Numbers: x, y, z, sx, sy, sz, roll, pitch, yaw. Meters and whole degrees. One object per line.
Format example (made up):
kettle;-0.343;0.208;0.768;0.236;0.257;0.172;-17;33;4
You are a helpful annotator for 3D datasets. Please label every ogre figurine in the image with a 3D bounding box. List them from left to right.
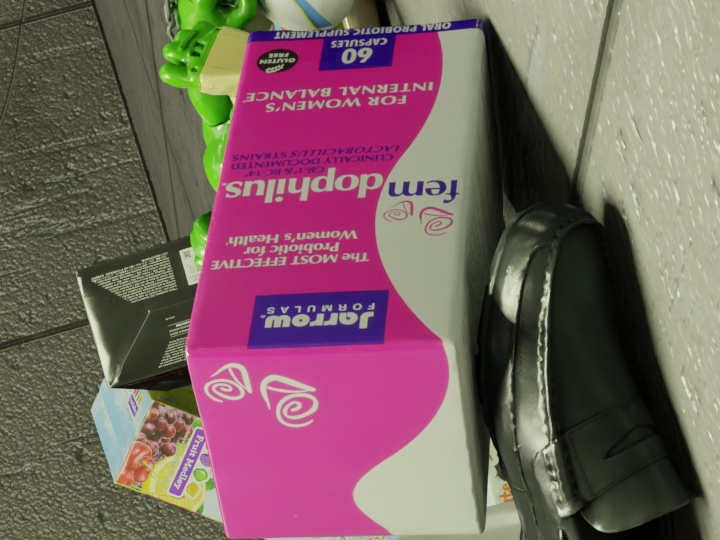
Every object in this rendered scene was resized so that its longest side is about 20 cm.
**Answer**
ogre figurine;-0.033;-0.042;1.102;0.200;0.098;0.120;34;150;24

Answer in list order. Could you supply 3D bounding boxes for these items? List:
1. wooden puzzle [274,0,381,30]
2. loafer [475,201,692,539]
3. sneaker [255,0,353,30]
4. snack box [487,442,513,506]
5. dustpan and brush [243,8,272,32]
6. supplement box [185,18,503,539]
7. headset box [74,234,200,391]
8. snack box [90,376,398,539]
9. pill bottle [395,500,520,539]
wooden puzzle;-0.008;-0.087;1.251;0.200;0.037;0.185;-150;45;-79
loafer;0.089;0.074;0.841;0.070;0.068;0.201;5;107;43
sneaker;-0.034;-0.199;1.068;0.105;0.076;0.200;-128;24;-68
snack box;0.060;0.071;1.089;0.116;0.037;0.200;-148;43;-80
dustpan and brush;-0.062;-0.203;1.220;0.200;0.057;0.140;-55;-37;-51
supplement box;0.000;0.000;0.906;0.200;0.101;0.104;-84;-12;-48
headset box;-0.074;0.019;1.412;0.200;0.148;0.077;41;-147;-83
snack box;-0.074;0.126;1.573;0.068;0.200;0.169;-64;17;7
pill bottle;0.076;0.204;0.965;0.114;0.114;0.200;-168;62;-81
